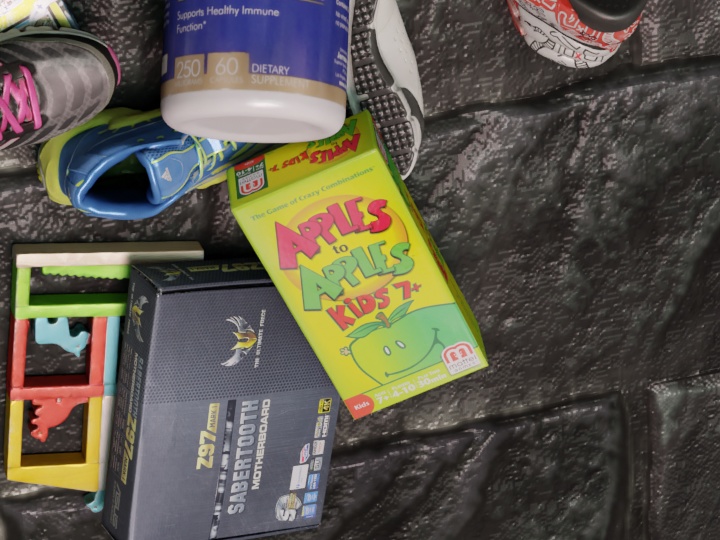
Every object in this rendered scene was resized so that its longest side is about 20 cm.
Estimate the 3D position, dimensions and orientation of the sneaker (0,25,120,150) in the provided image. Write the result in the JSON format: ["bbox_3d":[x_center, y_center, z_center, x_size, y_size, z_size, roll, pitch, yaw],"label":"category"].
[{"bbox_3d":[-0.240,-0.094,1.305,0.199,0.087,0.074,-13,117,-13],"label":"sneaker"}]

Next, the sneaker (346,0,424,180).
[{"bbox_3d":[-0.004,-0.157,1.416,0.073,0.080,0.201,-8,102,16],"label":"sneaker"}]

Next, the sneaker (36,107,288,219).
[{"bbox_3d":[-0.107,-0.075,1.389,0.199,0.105,0.076,-20,117,-8],"label":"sneaker"}]

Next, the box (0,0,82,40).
[{"bbox_3d":[-0.284,-0.140,1.343,0.199,0.038,0.137,-30,118,-4],"label":"box"}]

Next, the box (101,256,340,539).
[{"bbox_3d":[-0.091,0.090,1.477,0.157,0.051,0.201,-3,113,-31],"label":"box"}]

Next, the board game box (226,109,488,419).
[{"bbox_3d":[0.000,0.000,1.406,0.101,0.048,0.200,-22,128,9],"label":"board game box"}]

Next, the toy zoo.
[{"bbox_3d":[-0.179,0.077,1.479,0.131,0.020,0.201,-1,112,-18],"label":"toy zoo"}]

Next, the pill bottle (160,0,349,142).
[{"bbox_3d":[-0.063,-0.185,1.318,0.115,0.116,0.201,3,84,-19],"label":"pill bottle"}]

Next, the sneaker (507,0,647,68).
[{"bbox_3d":[0.096,-0.210,1.417,0.201,0.108,0.067,37,74,6],"label":"sneaker"}]
